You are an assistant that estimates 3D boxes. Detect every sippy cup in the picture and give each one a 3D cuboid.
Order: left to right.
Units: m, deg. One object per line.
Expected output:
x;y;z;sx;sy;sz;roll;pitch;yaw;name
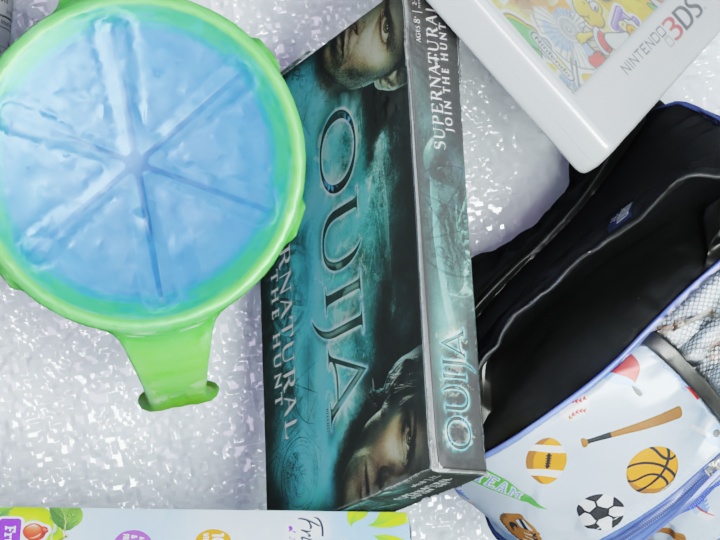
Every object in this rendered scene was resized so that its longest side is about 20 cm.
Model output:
-0.093;-0.042;0.995;0.139;0.130;0.179;25;87;-4;sippy cup

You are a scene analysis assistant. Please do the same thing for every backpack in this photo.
0.112;0.035;0.993;0.190;0.200;0.154;-36;105;-1;backpack

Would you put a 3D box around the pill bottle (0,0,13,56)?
-0.203;-0.088;0.998;0.110;0.111;0.201;5;88;-4;pill bottle

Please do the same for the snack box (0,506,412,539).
-0.082;0.172;0.976;0.199;0.169;0.068;2;46;-4;snack box

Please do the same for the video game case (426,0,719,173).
0.067;-0.155;1.003;0.200;0.182;0.023;48;128;-2;video game case

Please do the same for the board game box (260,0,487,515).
0.000;0.000;0.976;0.028;0.135;0.201;7;70;-29;board game box
